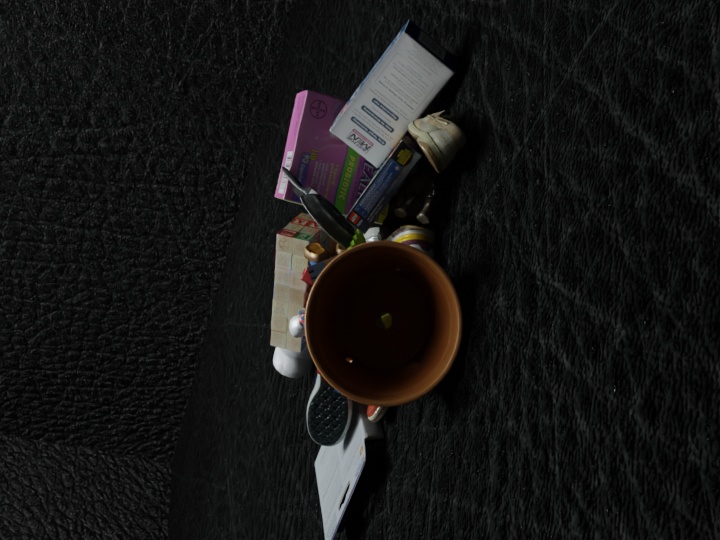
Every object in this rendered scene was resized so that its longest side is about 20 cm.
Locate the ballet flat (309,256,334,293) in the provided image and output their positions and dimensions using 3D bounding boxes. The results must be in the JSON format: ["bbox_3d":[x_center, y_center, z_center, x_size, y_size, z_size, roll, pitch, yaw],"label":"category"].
[{"bbox_3d":[-0.062,0.076,1.580,0.068,0.062,0.205,24,114,54],"label":"ballet flat"}]

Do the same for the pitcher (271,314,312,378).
[{"bbox_3d":[-0.107,0.098,1.847,0.201,0.119,0.174,107,-176,-62],"label":"pitcher"}]

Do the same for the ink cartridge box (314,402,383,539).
[{"bbox_3d":[-0.018,0.300,1.468,0.201,0.040,0.203,-103,29,-57],"label":"ink cartridge box"}]

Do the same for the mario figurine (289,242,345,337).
[{"bbox_3d":[-0.046,0.049,1.505,0.106,0.121,0.204,-39,-47,-55],"label":"mario figurine"}]

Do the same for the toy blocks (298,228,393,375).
[{"bbox_3d":[-0.024,0.058,1.336,0.100,0.134,0.204,156,94,-76],"label":"toy blocks"}]

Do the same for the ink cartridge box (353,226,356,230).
[{"bbox_3d":[-0.037,-0.107,1.792,0.166,0.074,0.203,-108,34,-60],"label":"ink cartridge box"}]

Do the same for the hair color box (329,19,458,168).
[{"bbox_3d":[0.050,-0.266,1.437,0.200,0.099,0.061,-48,12,31],"label":"hair color box"}]

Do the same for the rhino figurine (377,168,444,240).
[{"bbox_3d":[0.069,-0.089,1.409,0.089,0.059,0.200,-63,8,-22],"label":"rhino figurine"}]

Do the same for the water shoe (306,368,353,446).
[{"bbox_3d":[-0.033,0.169,1.442,0.079,0.070,0.204,-43,-37,-65],"label":"water shoe"}]

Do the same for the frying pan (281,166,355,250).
[{"bbox_3d":[-0.055,-0.094,1.445,0.031,0.115,0.191,-43,34,11],"label":"frying pan"}]

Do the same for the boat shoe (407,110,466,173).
[{"bbox_3d":[0.113,-0.189,1.338,0.065,0.073,0.200,-37,12,8],"label":"boat shoe"}]

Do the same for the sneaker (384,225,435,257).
[{"bbox_3d":[0.049,0.009,1.389,0.200,0.073,0.092,129,151,-63],"label":"sneaker"}]

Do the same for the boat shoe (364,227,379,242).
[{"bbox_3d":[0.001,0.000,1.577,0.201,0.069,0.073,132,150,-58],"label":"boat shoe"}]

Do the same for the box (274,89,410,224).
[{"bbox_3d":[-0.024,-0.182,1.563,0.097,0.196,0.180,-156,79,-74],"label":"box"}]

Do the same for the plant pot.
[{"bbox_3d":[0.029,0.066,1.229,0.140,0.196,0.205,64,-142,-89],"label":"plant pot"}]

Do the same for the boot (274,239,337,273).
[{"bbox_3d":[-0.083,0.024,1.703,0.074,0.151,0.205,-151,74,-75],"label":"boot"}]

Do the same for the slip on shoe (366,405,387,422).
[{"bbox_3d":[0.020,0.130,1.425,0.074,0.060,0.204,131,146,-57],"label":"slip on shoe"}]

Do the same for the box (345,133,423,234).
[{"bbox_3d":[0.040,-0.133,1.406,0.138,0.040,0.200,-53,2,11],"label":"box"}]

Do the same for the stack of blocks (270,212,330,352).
[{"bbox_3d":[-0.101,0.020,1.604,0.115,0.057,0.204,-50,-31,-64],"label":"stack of blocks"}]
